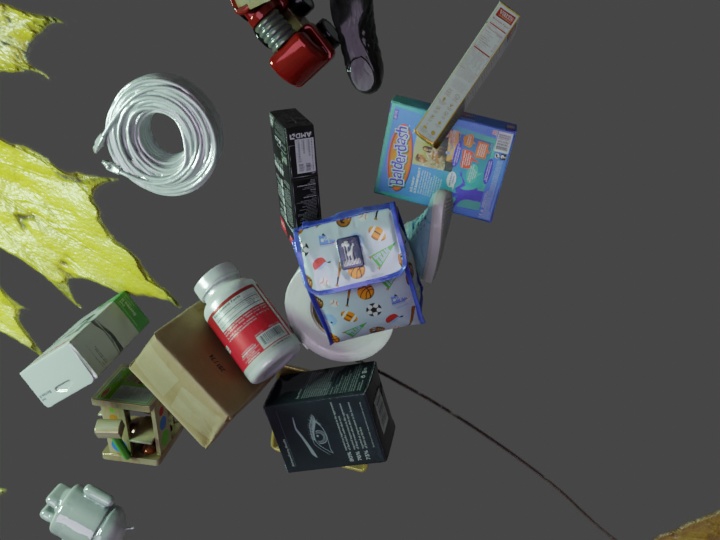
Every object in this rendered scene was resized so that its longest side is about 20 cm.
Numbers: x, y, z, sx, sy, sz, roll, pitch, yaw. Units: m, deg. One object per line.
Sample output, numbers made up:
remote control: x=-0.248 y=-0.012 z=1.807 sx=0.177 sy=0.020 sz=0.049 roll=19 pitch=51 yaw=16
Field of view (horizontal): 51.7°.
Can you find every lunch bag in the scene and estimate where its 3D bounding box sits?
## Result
lunch bag: x=0.000 y=0.000 z=1.142 sx=0.167 sy=0.125 sz=0.202 roll=-13 pitch=124 yaw=8

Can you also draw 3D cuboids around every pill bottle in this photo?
pill bottle: x=-0.203 y=0.088 z=1.310 sx=0.112 sy=0.112 sz=0.201 roll=-44 pitch=77 yaw=27

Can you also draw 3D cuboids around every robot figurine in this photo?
robot figurine: x=-0.601 y=0.552 z=1.642 sx=0.198 sy=0.113 sz=0.171 roll=28 pitch=111 yaw=-1

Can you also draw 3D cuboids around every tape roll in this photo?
tape roll: x=-0.030 y=0.056 z=1.302 sx=0.198 sy=0.071 sz=0.206 roll=5 pitch=116 yaw=10

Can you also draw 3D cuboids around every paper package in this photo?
paper package: x=-0.274 y=0.176 z=1.331 sx=0.200 sy=0.191 sz=0.104 roll=45 pitch=121 yaw=2

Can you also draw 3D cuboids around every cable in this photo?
cable: x=-0.325 y=-0.223 z=1.240 sx=0.198 sy=0.069 sz=0.201 roll=33 pitch=117 yaw=-5

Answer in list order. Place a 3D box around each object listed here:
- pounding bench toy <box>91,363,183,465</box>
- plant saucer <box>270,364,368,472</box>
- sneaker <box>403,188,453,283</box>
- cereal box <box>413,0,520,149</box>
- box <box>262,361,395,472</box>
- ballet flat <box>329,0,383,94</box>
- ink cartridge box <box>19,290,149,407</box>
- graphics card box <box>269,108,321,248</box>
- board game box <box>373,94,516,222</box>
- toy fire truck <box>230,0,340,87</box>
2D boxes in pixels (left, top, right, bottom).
pounding bench toy: x=-0.443 y=0.307 z=1.442 sx=0.122 sy=0.201 sz=0.159 roll=5 pitch=116 yaw=10
plant saucer: x=-0.066 y=0.273 z=1.426 sx=0.196 sy=0.049 sz=0.203 roll=12 pitch=117 yaw=7
sneaker: x=0.096 y=-0.056 z=1.192 sx=0.081 sy=0.075 sz=0.202 roll=18 pitch=139 yaw=9
cereal box: x=0.148 y=-0.265 z=1.040 sx=0.039 sy=0.144 sz=0.202 roll=34 pitch=100 yaw=3
box: x=-0.053 y=0.263 z=1.332 sx=0.196 sy=0.105 sz=0.150 roll=-9 pitch=113 yaw=17
ballet flat: x=-0.006 y=-0.367 z=1.116 sx=0.065 sy=0.057 sz=0.204 roll=-5 pitch=107 yaw=14
ink cartridge box: x=-0.506 y=0.143 z=1.378 sx=0.145 sy=0.201 sz=0.085 roll=-30 pitch=105 yaw=23
graphics card box: x=-0.103 y=-0.146 z=1.191 sx=0.050 sy=0.126 sz=0.204 roll=-11 pitch=115 yaw=-14
board game box: x=0.131 y=-0.175 z=1.170 sx=0.196 sy=0.045 sz=0.154 roll=15 pitch=118 yaw=5
toy fire truck: x=-0.115 y=-0.354 z=1.054 sx=0.128 sy=0.201 sz=0.177 roll=-35 pitch=104 yaw=25
